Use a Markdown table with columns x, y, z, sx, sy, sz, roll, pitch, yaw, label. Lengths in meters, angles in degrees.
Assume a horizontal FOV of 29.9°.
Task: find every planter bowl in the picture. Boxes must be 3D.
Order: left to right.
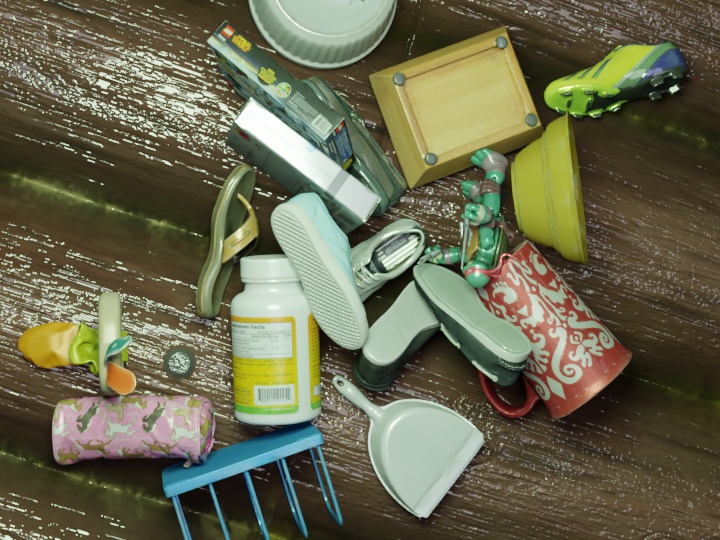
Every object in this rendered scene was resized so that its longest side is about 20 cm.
| x | y | z | sx | sy | sz | roll | pitch | yaw | label |
| --- | --- | --- | --- | --- | --- | --- | --- | --- | --- |
| 0.239 | -0.099 | 1.727 | 0.082 | 0.200 | 0.203 | -7 | 89 | 12 | planter bowl |

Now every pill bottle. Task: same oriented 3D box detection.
| x | y | z | sx | sy | sz | roll | pitch | yaw | label |
| --- | --- | --- | --- | --- | --- | --- | --- | --- | --- |
| -0.106 | 0.084 | 1.682 | 0.110 | 0.111 | 0.203 | -2 | 95 | -8 | pill bottle |

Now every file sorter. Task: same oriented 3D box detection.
| x | y | z | sx | sy | sz | roll | pitch | yaw | label |
| --- | --- | --- | --- | --- | --- | --- | --- | --- | --- |
| -0.133 | 0.281 | 1.670 | 0.198 | 0.139 | 0.124 | -18 | 94 | -9 | file sorter |

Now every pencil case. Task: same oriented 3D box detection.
| x | y | z | sx | sy | sz | roll | pitch | yaw | label |
| --- | --- | --- | --- | --- | --- | --- | --- | --- | --- |
| -0.280 | 0.197 | 1.659 | 0.197 | 0.083 | 0.088 | 0 | 83 | 5 | pencil case |

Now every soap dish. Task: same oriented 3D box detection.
| x | y | z | sx | sy | sz | roll | pitch | yaw | label |
| --- | --- | --- | --- | --- | --- | --- | --- | --- | --- |
| 0.130 | -0.216 | 1.755 | 0.198 | 0.081 | 0.159 | -21 | 91 | -8 | soap dish |

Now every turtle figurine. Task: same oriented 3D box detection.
| x | y | z | sx | sy | sz | roll | pitch | yaw | label |
| --- | --- | --- | --- | --- | --- | --- | --- | --- | --- |
| 0.142 | -0.047 | 1.695 | 0.100 | 0.150 | 0.201 | 27 | 52 | -15 | turtle figurine |

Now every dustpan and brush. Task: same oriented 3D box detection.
| x | y | z | sx | sy | sz | roll | pitch | yaw | label |
| --- | --- | --- | --- | --- | --- | --- | --- | --- | --- |
| 0.044 | 0.204 | 1.746 | 0.200 | 0.057 | 0.140 | 41 | 81 | -12 | dustpan and brush |

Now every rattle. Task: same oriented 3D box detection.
| x | y | z | sx | sy | sz | roll | pitch | yaw | label |
| --- | --- | --- | --- | --- | --- | --- | --- | --- | --- |
| -0.339 | 0.097 | 1.609 | 0.141 | 0.200 | 0.131 | 14 | 108 | -12 | rattle |

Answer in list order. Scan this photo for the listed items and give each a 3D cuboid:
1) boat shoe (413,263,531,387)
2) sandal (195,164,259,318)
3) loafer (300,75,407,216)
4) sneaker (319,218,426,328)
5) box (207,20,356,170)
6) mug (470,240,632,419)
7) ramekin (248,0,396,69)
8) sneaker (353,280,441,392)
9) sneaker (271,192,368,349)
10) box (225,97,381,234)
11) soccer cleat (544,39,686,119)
| x | y | z | sx | sy | sz | roll | pitch | yaw | label |
| --- | --- | --- | --- | --- | --- | --- | --- | --- | --- |
| 0.129 | 0.067 | 1.680 | 0.075 | 0.200 | 0.061 | -10 | 132 | -36 | boat shoe |
| -0.159 | -0.033 | 1.703 | 0.053 | 0.080 | 0.202 | 15 | 91 | 14 | sandal |
| -0.011 | -0.168 | 1.748 | 0.063 | 0.072 | 0.201 | -36 | 100 | -28 | loafer |
| 0.000 | 0.000 | 1.732 | 0.200 | 0.071 | 0.073 | -41 | 94 | -6 | sneaker |
| -0.095 | -0.209 | 1.665 | 0.200 | 0.137 | 0.040 | 41 | 81 | 15 | box |
| 0.221 | 0.085 | 1.735 | 0.177 | 0.133 | 0.201 | -39 | 90 | -10 | mug |
| -0.043 | -0.367 | 1.724 | 0.198 | 0.105 | 0.203 | 0 | 87 | -9 | ramekin |
| 0.057 | 0.081 | 1.744 | 0.071 | 0.100 | 0.200 | 42 | 51 | 12 | sneaker |
| -0.030 | -0.005 | 1.641 | 0.082 | 0.073 | 0.202 | -38 | 110 | -43 | sneaker |
| -0.075 | -0.126 | 1.684 | 0.199 | 0.156 | 0.041 | 36 | 81 | -5 | box |
| 0.337 | -0.260 | 1.808 | 0.198 | 0.065 | 0.084 | -13 | 60 | -5 | soccer cleat |
